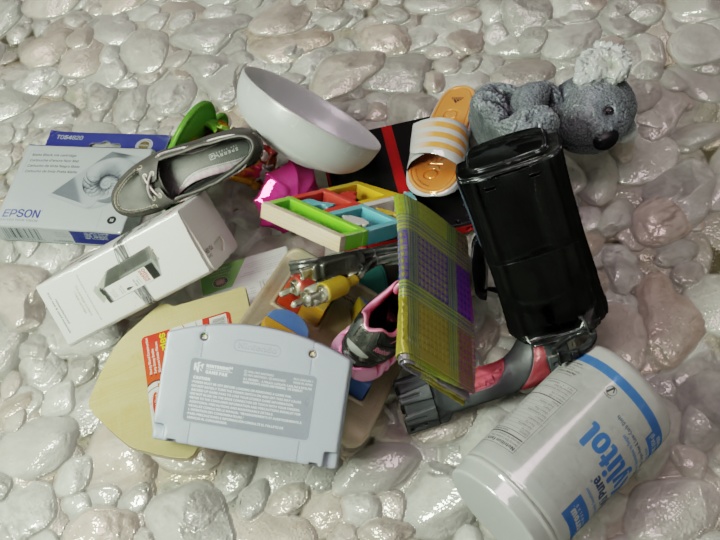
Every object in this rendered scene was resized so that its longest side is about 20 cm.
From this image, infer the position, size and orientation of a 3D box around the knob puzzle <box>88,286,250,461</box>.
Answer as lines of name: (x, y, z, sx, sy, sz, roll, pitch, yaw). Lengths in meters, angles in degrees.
knob puzzle: (-0.205, 0.126, 1.253, 0.217, 0.031, 0.221, -6, 58, 9)

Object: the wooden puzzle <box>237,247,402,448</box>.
wooden puzzle: (-0.038, 0.074, 1.254, 0.184, 0.046, 0.201, 31, 46, 0)

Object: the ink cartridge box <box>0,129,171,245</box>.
ink cartridge box: (-0.381, -0.126, 1.549, 0.198, 0.041, 0.201, 3, 56, 14)

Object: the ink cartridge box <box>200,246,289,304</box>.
ink cartridge box: (-0.116, 0.081, 1.324, 0.116, 0.068, 0.201, -16, 53, 3)

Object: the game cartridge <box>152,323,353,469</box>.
game cartridge: (-0.111, 0.125, 1.172, 0.198, 0.040, 0.135, 9, 90, 6)

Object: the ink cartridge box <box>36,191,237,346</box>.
ink cartridge box: (-0.262, -0.006, 1.339, 0.199, 0.083, 0.147, -27, 10, 11)

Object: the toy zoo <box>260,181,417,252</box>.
toy zoo: (-0.004, -0.069, 1.343, 0.131, 0.021, 0.199, 24, 27, 36)

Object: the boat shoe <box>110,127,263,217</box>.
boat shoe: (-0.211, -0.120, 1.341, 0.198, 0.057, 0.067, -23, 95, 0)

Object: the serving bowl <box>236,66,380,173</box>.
serving bowl: (-0.074, -0.178, 1.412, 0.200, 0.199, 0.066, 41, 108, 32)

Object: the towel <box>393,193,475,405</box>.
towel: (0.077, 0.030, 1.193, 0.023, 0.143, 0.202, -18, 59, 32)

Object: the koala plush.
koala plush: (0.250, -0.182, 1.374, 0.199, 0.178, 0.184, -27, 41, -3)

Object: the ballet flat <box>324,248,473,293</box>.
ballet flat: (0.043, 0.002, 1.360, 0.198, 0.068, 0.064, 3, 28, 14)

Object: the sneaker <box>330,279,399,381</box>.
sneaker: (0.052, 0.037, 1.227, 0.079, 0.096, 0.200, 37, 50, 15)

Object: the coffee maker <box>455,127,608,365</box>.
coffee maker: (0.191, -0.036, 1.197, 0.134, 0.201, 0.192, -26, 20, -11)

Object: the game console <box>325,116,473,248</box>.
game console: (0.047, -0.110, 1.455, 0.175, 0.031, 0.201, -12, 54, -1)

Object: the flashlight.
flashlight: (0.136, 0.114, 1.245, 0.198, 0.068, 0.068, -17, 54, -1)

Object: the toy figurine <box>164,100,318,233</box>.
toy figurine: (-0.137, -0.120, 1.454, 0.183, 0.151, 0.200, 23, 22, 7)

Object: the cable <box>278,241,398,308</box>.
cable: (0.000, 0.000, 1.263, 0.198, 0.051, 0.097, -13, 13, -30)

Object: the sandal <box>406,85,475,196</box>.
sandal: (0.101, -0.180, 1.436, 0.078, 0.059, 0.208, 0, 49, 21)

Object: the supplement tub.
supplement tub: (0.205, 0.184, 1.141, 0.200, 0.132, 0.132, -42, 57, -17)
